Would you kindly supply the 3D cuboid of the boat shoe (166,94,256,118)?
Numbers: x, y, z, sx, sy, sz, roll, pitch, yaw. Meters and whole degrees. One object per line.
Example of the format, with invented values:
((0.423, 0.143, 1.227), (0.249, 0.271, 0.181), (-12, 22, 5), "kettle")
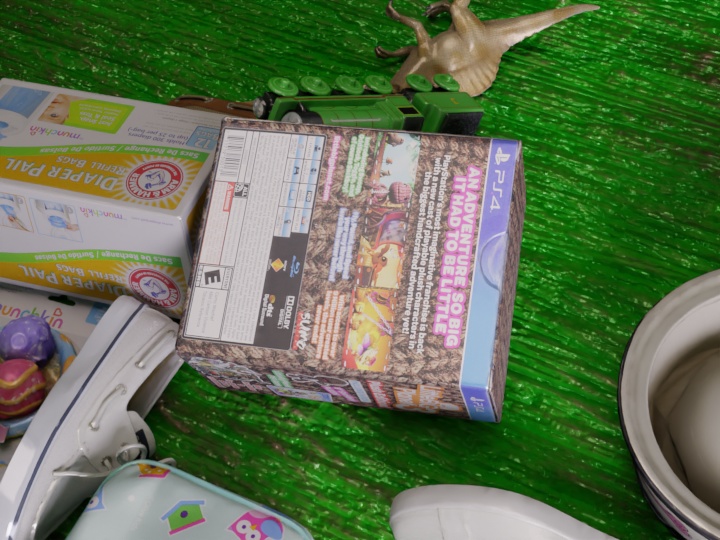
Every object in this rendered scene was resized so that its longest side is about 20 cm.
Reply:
((-0.075, -0.096, 0.894), (0.198, 0.076, 0.074), (12, 53, 15), "boat shoe")

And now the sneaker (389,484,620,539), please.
((0.100, 0.183, 0.663), (0.198, 0.073, 0.085), (16, 55, 17), "sneaker")

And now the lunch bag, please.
((-0.112, 0.219, 0.663), (0.159, 0.077, 0.201), (18, 58, 18), "lunch bag")

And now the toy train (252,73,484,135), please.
((0.010, -0.113, 0.864), (0.199, 0.042, 0.056), (-10, 47, -41), "toy train")

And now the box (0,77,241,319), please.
((-0.185, -0.052, 0.849), (0.198, 0.102, 0.113), (10, 47, 15), "box")

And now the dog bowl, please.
((0.250, 0.096, 0.708), (0.197, 0.074, 0.202), (-4, 53, 5), "dog bowl")

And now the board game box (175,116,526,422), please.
((0.000, 0.000, 0.771), (0.197, 0.097, 0.161), (6, 73, 12), "board game box")

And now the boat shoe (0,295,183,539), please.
((-0.159, 0.110, 0.760), (0.085, 0.075, 0.203), (23, 47, 3), "boat shoe")

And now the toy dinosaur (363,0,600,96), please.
((0.085, -0.188, 0.963), (0.198, 0.058, 0.102), (-25, 69, -1), "toy dinosaur")

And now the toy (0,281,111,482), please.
((-0.246, 0.081, 0.801), (0.114, 0.047, 0.201), (13, 57, 14), "toy")
